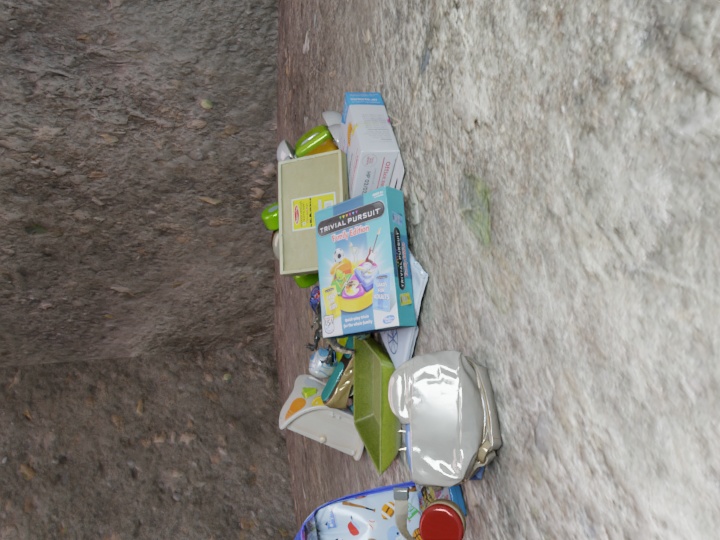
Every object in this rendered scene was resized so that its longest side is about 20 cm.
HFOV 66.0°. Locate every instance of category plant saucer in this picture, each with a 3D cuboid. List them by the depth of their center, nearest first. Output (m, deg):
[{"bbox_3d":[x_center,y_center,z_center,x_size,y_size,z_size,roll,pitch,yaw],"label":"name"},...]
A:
[{"bbox_3d":[0.031,0.224,0.995,0.200,0.047,0.204,-142,51,-73],"label":"plant saucer"}]

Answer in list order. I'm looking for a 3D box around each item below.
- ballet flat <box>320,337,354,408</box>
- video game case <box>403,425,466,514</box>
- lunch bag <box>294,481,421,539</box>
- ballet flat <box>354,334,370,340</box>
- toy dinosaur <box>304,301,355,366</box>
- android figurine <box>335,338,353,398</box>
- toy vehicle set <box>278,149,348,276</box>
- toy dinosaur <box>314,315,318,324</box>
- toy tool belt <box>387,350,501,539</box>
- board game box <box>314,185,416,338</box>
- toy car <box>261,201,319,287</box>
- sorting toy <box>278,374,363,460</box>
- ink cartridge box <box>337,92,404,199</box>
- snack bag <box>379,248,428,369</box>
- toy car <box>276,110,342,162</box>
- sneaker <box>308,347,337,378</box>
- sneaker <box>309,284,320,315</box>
[{"bbox_3d":[-0.014,0.188,1.129,0.202,0.062,0.069,-64,19,5],"label":"ballet flat"},{"bbox_3d":[0.096,0.254,0.790,0.144,0.017,0.203,109,155,-55],"label":"video game case"},{"bbox_3d":[-0.004,0.414,0.854,0.171,0.196,0.125,107,157,-52],"label":"lunch bag"},{"bbox_3d":[0.007,0.015,0.942,0.074,0.073,0.204,151,113,-75],"label":"ballet flat"},{"bbox_3d":[-0.070,0.140,1.135,0.089,0.047,0.200,-65,32,19],"label":"toy dinosaur"},{"bbox_3d":[-0.027,0.177,1.248,0.183,0.040,0.203,106,157,-55],"label":"android figurine"},{"bbox_3d":[-0.080,-0.097,0.951,0.026,0.122,0.204,21,-115,-67],"label":"toy vehicle set"},{"bbox_3d":[-0.072,0.100,1.432,0.106,0.060,0.204,-14,83,52],"label":"toy dinosaur"},{"bbox_3d":[0.097,0.192,0.621,0.123,0.123,0.204,28,-122,-69],"label":"toy tool belt"},{"bbox_3d":[0.002,-0.007,0.839,0.149,0.047,0.204,-14,76,39],"label":"board game box"},{"bbox_3d":[-0.116,-0.095,1.115,0.166,0.156,0.200,64,173,-29],"label":"toy car"},{"bbox_3d":[-0.079,0.301,1.244,0.108,0.198,0.180,-57,21,9],"label":"sorting toy"},{"bbox_3d":[0.013,-0.197,0.947,0.116,0.067,0.202,103,159,-50],"label":"ink cartridge box"},{"bbox_3d":[0.060,0.041,0.896,0.189,0.021,0.203,-114,28,-56],"label":"snack bag"},{"bbox_3d":[-0.079,-0.237,1.213,0.150,0.174,0.201,52,-170,-36],"label":"toy car"},{"bbox_3d":[-0.073,0.227,1.354,0.073,0.071,0.200,-63,-13,-5],"label":"sneaker"},{"bbox_3d":[-0.081,0.065,1.276,0.075,0.078,0.201,-49,-6,-29],"label":"sneaker"}]
